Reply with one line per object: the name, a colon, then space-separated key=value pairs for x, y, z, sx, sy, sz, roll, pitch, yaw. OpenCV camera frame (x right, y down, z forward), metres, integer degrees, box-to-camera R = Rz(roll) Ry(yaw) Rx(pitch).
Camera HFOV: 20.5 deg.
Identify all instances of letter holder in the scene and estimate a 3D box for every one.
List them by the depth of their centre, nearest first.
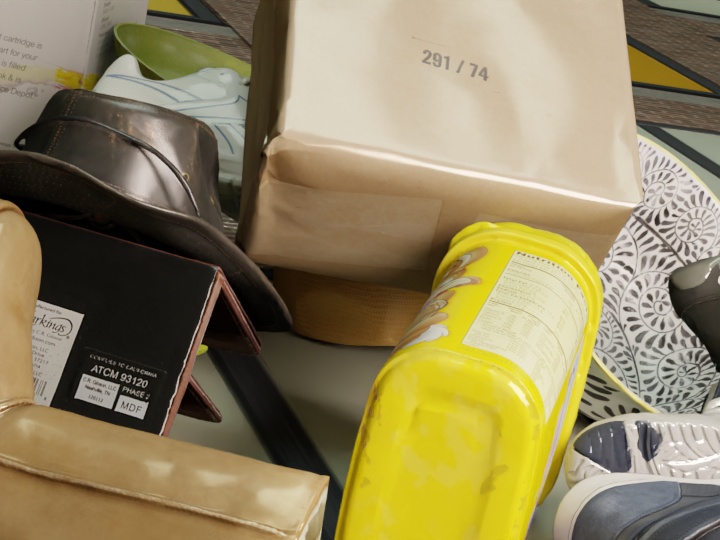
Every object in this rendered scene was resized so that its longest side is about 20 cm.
letter holder: x=-0.163 y=0.039 z=0.975 sx=0.198 sy=0.101 sz=0.142 roll=16 pitch=-15 yaw=12

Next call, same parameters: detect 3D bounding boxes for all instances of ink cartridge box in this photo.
ink cartridge box: x=-0.232 y=-0.132 z=1.309 sx=0.145 sy=0.202 sz=0.146 roll=14 pitch=16 yaw=6

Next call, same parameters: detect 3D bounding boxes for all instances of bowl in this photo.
bowl: x=0.150 y=0.023 z=1.201 sx=0.200 sy=0.094 sz=0.202 roll=23 pitch=49 yaw=-29

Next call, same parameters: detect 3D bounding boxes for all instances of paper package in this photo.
paper package: x=0.039 y=-0.088 z=1.075 sx=0.198 sy=0.104 sz=0.192 roll=10 pitch=51 yaw=-11

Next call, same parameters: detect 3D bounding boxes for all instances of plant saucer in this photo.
plant saucer: x=-0.074 y=-0.099 z=1.274 sx=0.199 sy=0.031 sz=0.200 roll=26 pitch=14 yaw=-7

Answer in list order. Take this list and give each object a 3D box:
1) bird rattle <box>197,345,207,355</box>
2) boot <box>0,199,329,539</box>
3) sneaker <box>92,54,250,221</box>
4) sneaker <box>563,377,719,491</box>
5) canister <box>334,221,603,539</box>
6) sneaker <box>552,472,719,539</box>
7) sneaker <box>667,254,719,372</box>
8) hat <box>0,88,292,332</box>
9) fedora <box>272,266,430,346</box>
bird rattle: x=-0.168 y=0.006 z=1.145 sx=0.198 sy=0.114 sz=0.163 roll=8 pitch=-1 yaw=21
boot: x=-0.105 y=0.072 z=0.836 sx=0.198 sy=0.177 sz=0.066 roll=14 pitch=-17 yaw=17
sneaker: x=-0.069 y=-0.073 z=1.134 sx=0.198 sy=0.088 sz=0.075 roll=15 pitch=-23 yaw=2
sneaker: x=0.183 y=0.101 z=1.056 sx=0.197 sy=0.080 sz=0.130 roll=2 pitch=12 yaw=-17
canister: x=0.052 y=0.073 z=0.928 sx=0.086 sy=0.150 sz=0.200 roll=16 pitch=18 yaw=9
sneaker: x=0.209 y=0.137 z=0.925 sx=0.200 sy=0.078 sz=0.146 roll=-4 pitch=9 yaw=-17
sneaker: x=0.245 y=0.057 z=1.132 sx=0.075 sy=0.080 sz=0.199 roll=-22 pitch=-41 yaw=38
hat: x=-0.113 y=-0.042 z=0.981 sx=0.199 sy=0.082 sz=0.201 roll=17 pitch=-17 yaw=5
fedora: x=0.000 y=0.000 z=1.248 sx=0.198 sy=0.083 sz=0.201 roll=8 pitch=9 yaw=-1
